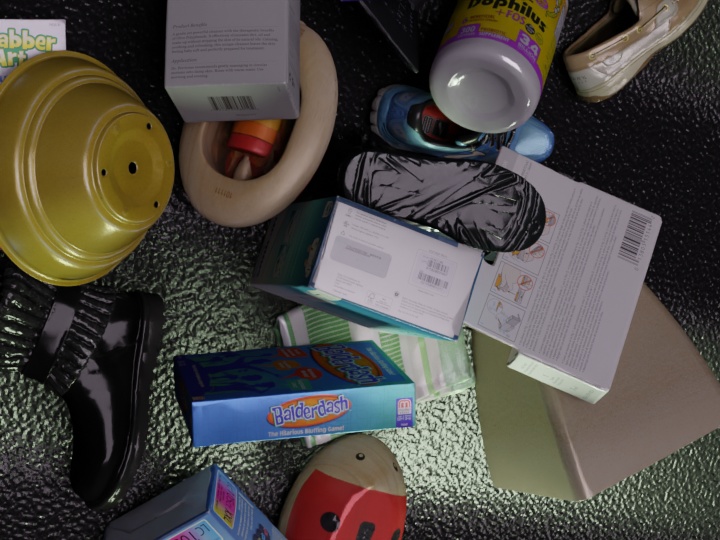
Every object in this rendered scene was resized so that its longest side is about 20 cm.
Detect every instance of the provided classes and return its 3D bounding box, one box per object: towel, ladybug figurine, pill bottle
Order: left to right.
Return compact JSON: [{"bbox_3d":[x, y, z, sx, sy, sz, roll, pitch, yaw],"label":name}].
[{"bbox_3d":[-0.086,-0.130,1.167,0.201,0.135,0.072,-67,162,-8],"label":"ladybug figurine"},{"bbox_3d":[-0.014,0.266,1.300,0.135,0.072,0.201,15,93,-27],"label":"ladybug figurine"},{"bbox_3d":[0.017,0.081,1.308,0.199,0.023,0.153,-19,106,-21],"label":"towel"},{"bbox_3d":[0.138,-0.232,1.226,0.104,0.104,0.201,43,47,-25],"label":"pill bottle"}]

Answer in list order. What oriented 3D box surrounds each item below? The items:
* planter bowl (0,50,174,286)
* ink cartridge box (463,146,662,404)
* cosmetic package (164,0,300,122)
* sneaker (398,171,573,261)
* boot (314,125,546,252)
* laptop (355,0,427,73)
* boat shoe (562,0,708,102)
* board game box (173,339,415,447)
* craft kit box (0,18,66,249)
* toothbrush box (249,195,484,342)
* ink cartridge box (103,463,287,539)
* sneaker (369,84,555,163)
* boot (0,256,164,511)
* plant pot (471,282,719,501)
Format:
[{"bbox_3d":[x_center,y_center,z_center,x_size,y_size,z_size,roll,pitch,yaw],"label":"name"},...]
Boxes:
[{"bbox_3d":[-0.216,-0.086,1.084,0.200,0.083,0.201,-4,95,-55],"label":"planter bowl"},{"bbox_3d":[0.179,0.002,1.234,0.176,0.045,0.201,24,63,-1],"label":"ink cartridge box"},{"bbox_3d":[-0.106,-0.236,1.101,0.107,0.085,0.201,0,75,5],"label":"cosmetic package"},{"bbox_3d":[0.124,-0.046,1.305,0.199,0.078,0.080,-8,116,-16],"label":"sneaker"},{"bbox_3d":[0.058,-0.081,1.204,0.199,0.168,0.077,12,100,-13],"label":"boot"},{"bbox_3d":[0.038,-0.316,1.194,0.103,0.200,0.177,-31,119,22],"label":"laptop"},{"bbox_3d":[0.291,-0.264,1.346,0.200,0.074,0.066,-47,120,-10],"label":"boat shoe"},{"bbox_3d":[-0.064,0.109,1.184,0.199,0.152,0.045,-3,102,-14],"label":"board game box"},{"bbox_3d":[-0.346,-0.113,1.091,0.199,0.048,0.199,-5,99,-25],"label":"craft kit box"},{"bbox_3d":[0.000,0.000,1.174,0.146,0.200,0.086,20,82,-17],"label":"toothbrush box"},{"bbox_3d":[-0.131,0.296,1.219,0.136,0.076,0.200,-31,117,17],"label":"ink cartridge box"},{"bbox_3d":[0.111,-0.132,1.275,0.199,0.090,0.079,6,97,-27],"label":"sneaker"},{"bbox_3d":[-0.270,0.102,1.142,0.157,0.079,0.212,12,84,-33],"label":"boot"},{"bbox_3d":[0.225,0.106,1.324,0.199,0.200,0.178,-24,94,-20],"label":"plant pot"}]
